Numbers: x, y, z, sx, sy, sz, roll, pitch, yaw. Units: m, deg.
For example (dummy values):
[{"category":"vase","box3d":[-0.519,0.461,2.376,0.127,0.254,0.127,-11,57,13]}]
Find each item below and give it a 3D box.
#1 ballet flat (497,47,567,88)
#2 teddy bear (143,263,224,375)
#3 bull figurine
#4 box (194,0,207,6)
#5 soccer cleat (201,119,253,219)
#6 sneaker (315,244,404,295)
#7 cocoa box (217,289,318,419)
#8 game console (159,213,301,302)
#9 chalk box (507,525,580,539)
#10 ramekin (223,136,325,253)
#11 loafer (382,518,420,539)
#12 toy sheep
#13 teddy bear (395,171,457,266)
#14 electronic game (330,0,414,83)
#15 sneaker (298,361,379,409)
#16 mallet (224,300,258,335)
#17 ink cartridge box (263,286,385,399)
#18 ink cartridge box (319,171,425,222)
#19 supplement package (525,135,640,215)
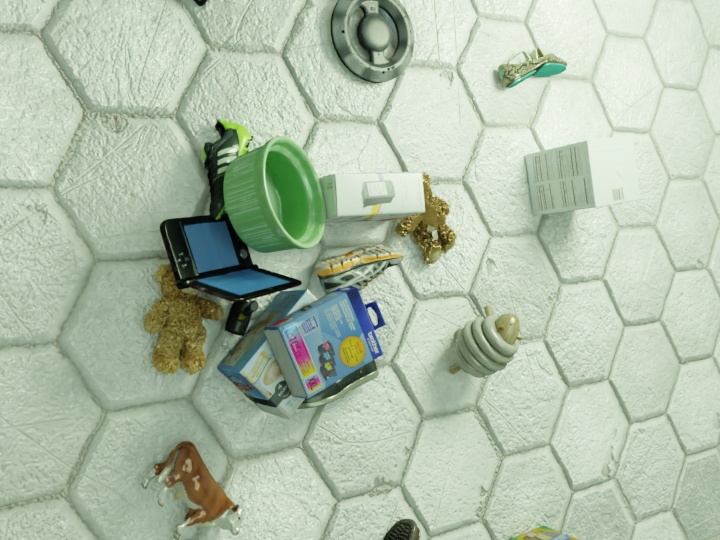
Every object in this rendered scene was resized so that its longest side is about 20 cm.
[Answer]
[{"category":"ballet flat","box3d":[0.408,-0.492,1.675,0.199,0.068,0.076,-22,83,-26]},{"category":"teddy bear","box3d":[-0.311,0.086,1.233,0.144,0.067,0.201,22,77,-29]},{"category":"bull figurine","box3d":[-0.291,0.402,1.242,0.121,0.065,0.201,-36,104,-33]},{"category":"box","box3d":[-0.315,-0.613,1.277,0.200,0.049,0.162,40,72,-22]},{"category":"soccer cleat","box3d":[-0.255,-0.184,1.277,0.081,0.068,0.201,19,61,-18]},{"category":"sneaker","box3d":[0.000,0.000,1.425,0.199,0.078,0.078,-15,109,-25]},{"category":"cocoa box","box3d":[-0.140,0.149,1.299,0.131,0.133,0.200,47,68,-19]},{"category":"game console","box3d":[-0.219,-0.028,1.215,0.200,0.118,0.173,-15,87,-61]},{"category":"chalk box","box3d":[0.444,0.674,1.572,0.123,0.200,0.125,-7,92,-29]},{"category":"ramekin","box3d":[-0.153,-0.127,1.245,0.200,0.097,0.201,38,45,-52]},{"category":"loafer","box3d":[0.077,0.612,1.450,0.071,0.073,0.201,30,79,-36]},{"category":"toy sheep","box3d":[0.266,0.162,1.517,0.137,0.200,0.138,28,33,-21]},{"category":"teddy bear","box3d":[0.138,-0.109,1.513,0.145,0.067,0.200,-50,118,-11]},{"category":"electronic game","box3d":[0.027,-0.494,1.468,0.199,0.042,0.201,0,90,-30]},{"category":"sneaker","box3d":[-0.062,0.194,1.384,0.199,0.075,0.107,-23,95,-37]},{"category":"mallet","box3d":[-0.199,0.065,1.236,0.041,0.200,0.066,19,68,-14]},{"category":"ink cartridge box","box3d":[-0.051,0.116,1.233,0.199,0.076,0.137,-28,101,-30]},{"category":"ink cartridge box","box3d":[0.006,-0.142,1.385,0.199,0.147,0.086,-6,91,-28]},{"category":"supplement package","box3d":[0.516,-0.219,1.643,0.151,0.200,0.152,-10,94,-29]}]
